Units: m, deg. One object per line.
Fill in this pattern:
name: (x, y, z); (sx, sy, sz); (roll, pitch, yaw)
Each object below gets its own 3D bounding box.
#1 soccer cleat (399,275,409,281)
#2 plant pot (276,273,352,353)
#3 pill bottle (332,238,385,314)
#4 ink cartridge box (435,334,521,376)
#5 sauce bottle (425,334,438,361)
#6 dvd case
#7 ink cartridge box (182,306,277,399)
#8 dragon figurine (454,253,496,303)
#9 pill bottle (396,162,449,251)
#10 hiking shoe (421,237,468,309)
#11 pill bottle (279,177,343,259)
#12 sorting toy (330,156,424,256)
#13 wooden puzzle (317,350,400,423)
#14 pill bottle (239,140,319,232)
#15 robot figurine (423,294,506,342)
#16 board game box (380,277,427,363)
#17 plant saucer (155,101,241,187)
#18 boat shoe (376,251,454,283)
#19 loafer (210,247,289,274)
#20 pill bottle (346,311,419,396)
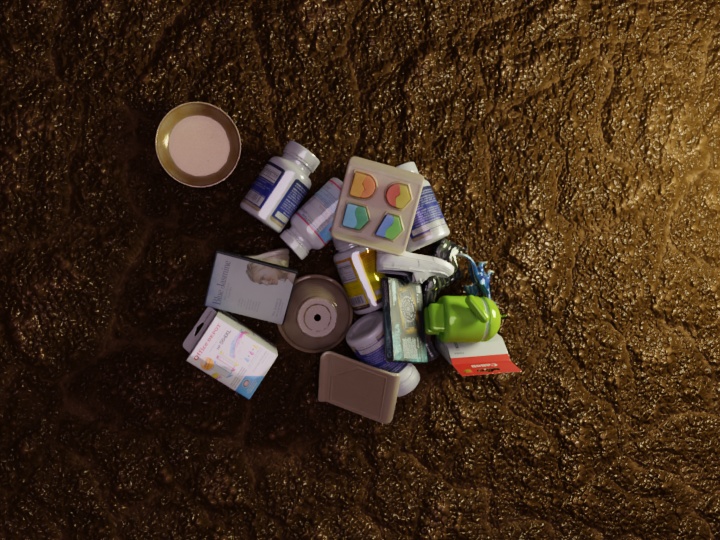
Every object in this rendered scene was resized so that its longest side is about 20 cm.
soccer cleat: (0.082, -0.040, 1.482); (0.076, 0.067, 0.201); (-27, 106, 24)
plant pot: (-0.111, 0.112, 1.434); (0.199, 0.093, 0.203); (-1, 95, -11)
pill bottle: (0.000, 0.000, 1.438); (0.109, 0.109, 0.201); (-22, 98, -8)
ink cartridge box: (0.295, 0.203, 1.460); (0.159, 0.200, 0.051); (-3, 102, -11)
sauce bottle: (0.142, 0.142, 1.496); (0.064, 0.065, 0.201); (-27, 97, -8)
dvd case: (-0.263, 0.041, 1.371); (0.198, 0.018, 0.144); (15, 106, -8)
ink cartridge box: (-0.317, 0.192, 1.383); (0.199, 0.125, 0.129); (34, 87, -11)
dragon figurine: (0.305, 0.033, 1.488); (0.200, 0.058, 0.100); (41, 51, -47)
pill bottle: (0.131, -0.160, 1.434); (0.119, 0.120, 0.201); (-22, 88, -8)
hiking shoe: (0.218, 0.019, 1.497); (0.100, 0.076, 0.202); (19, 89, -8)
pill bottle: (-0.100, -0.124, 1.412); (0.200, 0.109, 0.109); (-44, 100, -5)
sorting toy: (0.039, -0.151, 1.349); (0.184, 0.036, 0.202); (15, 93, -1)
wooden puzzle: (-0.005, 0.287, 1.425); (0.198, 0.037, 0.186); (15, 129, 10)
pill bottle: (-0.189, -0.204, 1.385); (0.119, 0.120, 0.201); (34, 87, -11)
robot figurine: (0.261, 0.123, 1.444); (0.198, 0.176, 0.117); (2, 73, -10)
board game box: (0.106, 0.123, 1.399); (0.135, 0.028, 0.202); (13, 68, -46)
plant saucer: (-0.388, -0.301, 1.384); (0.198, 0.035, 0.202); (-1, 94, -10)
boat shoe: (0.133, -0.003, 1.408); (0.198, 0.072, 0.069); (14, 74, -16)
loafer: (-0.265, -0.004, 1.406); (0.198, 0.076, 0.069); (-15, 90, -10)
pill bottle: (0.063, 0.214, 1.445); (0.119, 0.120, 0.201); (-36, 109, -6)
